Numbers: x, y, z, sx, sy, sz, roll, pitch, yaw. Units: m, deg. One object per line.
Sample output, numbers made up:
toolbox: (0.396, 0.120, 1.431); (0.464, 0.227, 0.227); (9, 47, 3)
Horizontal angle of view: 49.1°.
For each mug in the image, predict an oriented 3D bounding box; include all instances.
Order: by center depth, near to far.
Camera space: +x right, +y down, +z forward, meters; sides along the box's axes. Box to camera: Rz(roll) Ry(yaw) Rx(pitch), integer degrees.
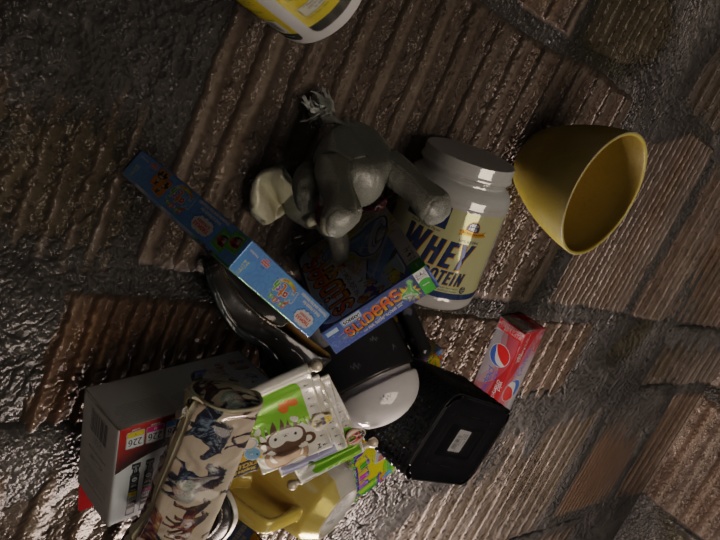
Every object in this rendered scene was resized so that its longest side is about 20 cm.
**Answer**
mug: (-0.100, 0.297, 1.074); (0.187, 0.153, 0.150); (-41, 155, -35)

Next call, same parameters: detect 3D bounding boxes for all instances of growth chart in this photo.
growth chart: (-0.074, 0.185, 0.921); (0.144, 0.018, 0.200); (-31, 132, -3)

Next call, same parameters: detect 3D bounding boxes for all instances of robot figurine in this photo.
robot figurine: (-0.004, 0.105, 1.019); (0.150, 0.200, 0.125); (-33, 166, 34)

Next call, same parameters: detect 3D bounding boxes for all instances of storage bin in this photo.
storage bin: (0.112, 0.219, 1.123); (0.200, 0.094, 0.135); (26, 98, -53)

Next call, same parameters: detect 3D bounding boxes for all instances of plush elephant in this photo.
plush elephant: (-0.031, -0.084, 0.896); (0.164, 0.200, 0.155); (-17, 153, -36)

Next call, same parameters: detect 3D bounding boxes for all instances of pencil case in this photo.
pencil case: (-0.176, 0.206, 0.818); (0.089, 0.078, 0.200); (16, 104, -34)

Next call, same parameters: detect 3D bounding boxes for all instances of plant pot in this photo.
plant pot: (0.322, -0.146, 1.218); (0.200, 0.142, 0.200); (-28, 136, -30)

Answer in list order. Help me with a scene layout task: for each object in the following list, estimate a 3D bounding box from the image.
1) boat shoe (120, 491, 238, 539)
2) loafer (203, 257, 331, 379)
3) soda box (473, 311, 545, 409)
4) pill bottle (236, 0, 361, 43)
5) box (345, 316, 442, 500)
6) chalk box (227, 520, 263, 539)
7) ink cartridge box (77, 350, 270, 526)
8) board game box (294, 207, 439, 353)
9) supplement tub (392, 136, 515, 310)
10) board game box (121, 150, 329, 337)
boat shoe: (-0.226, 0.315, 0.965); (0.200, 0.074, 0.060); (-29, 165, 38)
loafer: (-0.110, 0.054, 0.933); (0.072, 0.073, 0.200); (-29, 119, 9)
soda box: (0.272, 0.181, 1.486); (0.070, 0.063, 0.200); (-6, 123, -44)
pill bottle: (-0.091, -0.294, 0.688); (0.200, 0.114, 0.114); (23, 100, -53)
box: (0.016, 0.203, 1.182); (0.192, 0.122, 0.200); (-30, 136, -28)
chalk box: (-0.169, 0.442, 1.108); (0.124, 0.200, 0.125); (-39, 140, -18)
ink cartridge box: (-0.213, 0.204, 0.909); (0.200, 0.084, 0.176); (-11, 125, -42)
board game box: (0.000, 0.000, 0.922); (0.135, 0.200, 0.034); (-34, 118, 3)
supplement tub: (0.114, -0.064, 1.061); (0.145, 0.145, 0.200); (-4, 121, -45)
board game box: (-0.134, -0.027, 0.781); (0.037, 0.200, 0.151); (-48, 142, -5)
